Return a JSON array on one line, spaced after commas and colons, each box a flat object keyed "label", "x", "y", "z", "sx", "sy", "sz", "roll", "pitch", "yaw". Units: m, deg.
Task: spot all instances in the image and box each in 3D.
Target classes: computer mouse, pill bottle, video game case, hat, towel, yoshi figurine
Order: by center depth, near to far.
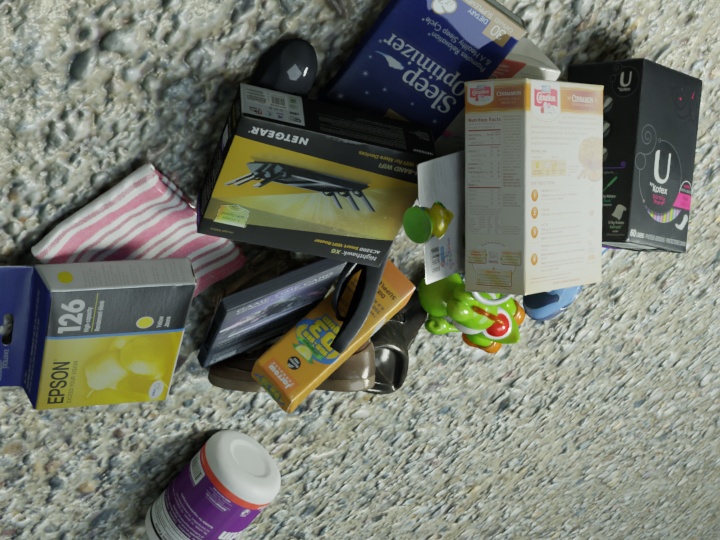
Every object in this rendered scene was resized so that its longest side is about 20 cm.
[{"label": "computer mouse", "x": -0.090, "y": -0.138, "z": 1.141, "sx": 0.058, "sy": 0.034, "sz": 0.200, "roll": -6, "pitch": 136, "yaw": -34}, {"label": "towel", "x": -0.218, "y": -0.016, "z": 1.188, "sx": 0.146, "sy": 0.030, "sz": 0.200, "roll": -37, "pitch": 144, "yaw": 4}, {"label": "video game case", "x": -0.102, "y": 0.046, "z": 1.287, "sx": 0.142, "sy": 0.019, "sz": 0.200, "roll": -22, "pitch": 165, "yaw": -22}, {"label": "hat", "x": 0.019, "y": 0.106, "z": 1.466, "sx": 0.200, "sy": 0.081, "sz": 0.201, "roll": -22, "pitch": 143, "yaw": -18}, {"label": "yoshi figurine", "x": 0.135, "y": 0.042, "z": 1.487, "sx": 0.111, "sy": 0.113, "sz": 0.200, "roll": -12, "pitch": 163, "yaw": 19}, {"label": "pill bottle", "x": -0.200, "y": 0.308, "z": 1.505, "sx": 0.112, "sy": 0.113, "sz": 0.200, "roll": 18, "pitch": 121, "yaw": -47}]

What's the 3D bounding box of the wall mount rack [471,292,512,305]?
[{"label": "wall mount rack", "x": 0.211, "y": -0.045, "z": 1.400, "sx": 0.173, "sy": 0.075, "sz": 0.200, "roll": 27, "pitch": 106, "yaw": -25}]

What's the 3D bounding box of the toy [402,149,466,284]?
[{"label": "toy", "x": 0.109, "y": -0.067, "z": 1.164, "sx": 0.200, "sy": 0.047, "sz": 0.116, "roll": -22, "pitch": 112, "yaw": -49}]

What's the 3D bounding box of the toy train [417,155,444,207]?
[{"label": "toy train", "x": 0.148, "y": -0.114, "z": 1.232, "sx": 0.199, "sy": 0.042, "sz": 0.057, "roll": -17, "pitch": 131, "yaw": -22}]

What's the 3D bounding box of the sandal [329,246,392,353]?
[{"label": "sandal", "x": 0.000, "y": 0.000, "z": 1.283, "sx": 0.043, "sy": 0.201, "sz": 0.076, "roll": 22, "pitch": 156, "yaw": -6}]

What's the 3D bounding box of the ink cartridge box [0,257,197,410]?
[{"label": "ink cartridge box", "x": -0.282, "y": 0.069, "z": 1.189, "sx": 0.199, "sy": 0.047, "sz": 0.198, "roll": -5, "pitch": 141, "yaw": -24}]

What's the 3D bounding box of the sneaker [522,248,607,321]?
[{"label": "sneaker", "x": 0.265, "y": -0.023, "z": 1.518, "sx": 0.082, "sy": 0.074, "sz": 0.200, "roll": 14, "pitch": 116, "yaw": -43}]

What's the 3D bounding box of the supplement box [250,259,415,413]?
[{"label": "supplement box", "x": -0.031, "y": 0.070, "z": 1.328, "sx": 0.200, "sy": 0.067, "sz": 0.069, "roll": -43, "pitch": 174, "yaw": -16}]

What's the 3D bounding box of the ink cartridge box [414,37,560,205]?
[{"label": "ink cartridge box", "x": 0.109, "y": -0.155, "z": 1.246, "sx": 0.116, "sy": 0.068, "sz": 0.200, "roll": 2, "pitch": 130, "yaw": -39}]

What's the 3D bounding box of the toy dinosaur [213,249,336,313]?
[{"label": "toy dinosaur", "x": -0.083, "y": -0.003, "z": 1.299, "sx": 0.200, "sy": 0.058, "sz": 0.101, "roll": -13, "pitch": 160, "yaw": -46}]

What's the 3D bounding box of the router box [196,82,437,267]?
[{"label": "router box", "x": -0.046, "y": -0.089, "z": 1.145, "sx": 0.199, "sy": 0.052, "sz": 0.158, "roll": 10, "pitch": 135, "yaw": -19}]

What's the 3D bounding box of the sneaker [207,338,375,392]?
[{"label": "sneaker", "x": -0.082, "y": 0.103, "z": 1.388, "sx": 0.199, "sy": 0.070, "sz": 0.076, "roll": 0, "pitch": 94, "yaw": -2}]

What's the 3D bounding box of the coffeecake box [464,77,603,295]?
[{"label": "coffeecake box", "x": 0.172, "y": -0.084, "z": 1.144, "sx": 0.153, "sy": 0.073, "sz": 0.201, "roll": -6, "pitch": 98, "yaw": -50}]

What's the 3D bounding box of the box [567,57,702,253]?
[{"label": "box", "x": 0.300, "y": -0.125, "z": 1.309, "sx": 0.122, "sy": 0.106, "sz": 0.201, "roll": 6, "pitch": 88, "yaw": -43}]

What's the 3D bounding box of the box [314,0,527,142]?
[{"label": "box", "x": 0.052, "y": -0.193, "z": 1.134, "sx": 0.121, "sy": 0.032, "sz": 0.200, "roll": 30, "pitch": 119, "yaw": -19}]
